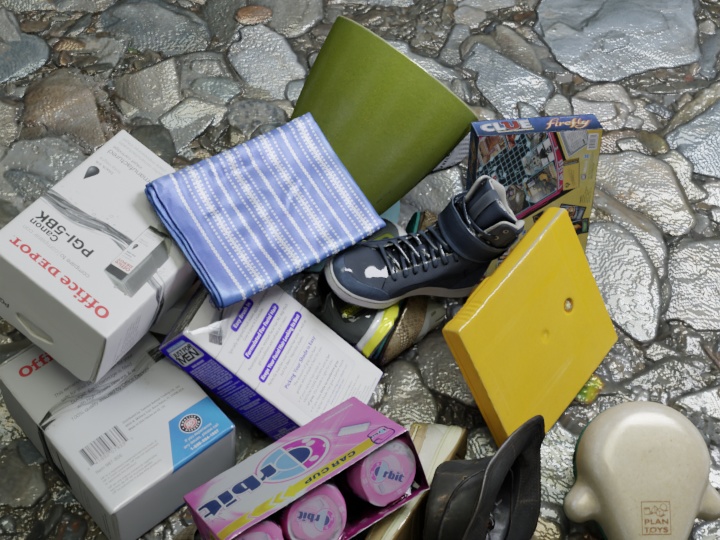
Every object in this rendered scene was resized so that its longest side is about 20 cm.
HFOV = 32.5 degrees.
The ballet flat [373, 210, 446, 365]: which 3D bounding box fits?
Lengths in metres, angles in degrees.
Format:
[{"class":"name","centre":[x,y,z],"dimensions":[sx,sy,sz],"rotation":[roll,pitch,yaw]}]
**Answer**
[{"class":"ballet flat","centre":[0.067,0.022,1.331],"dimensions":[0.065,0.071,0.201],"rotation":[23,57,-9]}]

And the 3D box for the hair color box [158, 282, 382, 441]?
[{"class":"hair color box","centre":[-0.086,0.089,1.213],"dimensions":[0.200,0.065,0.110],"rotation":[41,54,-16]}]

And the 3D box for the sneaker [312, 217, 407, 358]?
[{"class":"sneaker","centre":[0.000,0.000,1.298],"dimensions":[0.084,0.075,0.201],"rotation":[30,33,-17]}]

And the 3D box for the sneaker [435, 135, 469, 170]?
[{"class":"sneaker","centre":[0.033,-0.182,1.466],"dimensions":[0.198,0.076,0.115],"rotation":[1,41,-21]}]

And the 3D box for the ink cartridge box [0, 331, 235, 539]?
[{"class":"ink cartridge box","centre":[-0.237,0.144,1.200],"dimensions":[0.144,0.085,0.200],"rotation":[-33,62,-27]}]

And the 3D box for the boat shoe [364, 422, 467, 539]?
[{"class":"boat shoe","centre":[0.041,0.214,1.173],"dimensions":[0.066,0.075,0.200],"rotation":[14,31,20]}]

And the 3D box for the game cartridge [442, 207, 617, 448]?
[{"class":"game cartridge","centre":[0.176,0.065,1.252],"dimensions":[0.032,0.177,0.200],"rotation":[6,42,47]}]

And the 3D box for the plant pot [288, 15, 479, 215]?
[{"class":"plant pot","centre":[-0.006,-0.132,1.308],"dimensions":[0.187,0.187,0.201],"rotation":[37,93,21]}]

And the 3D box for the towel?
[{"class":"towel","centre":[-0.090,-0.061,1.177],"dimensions":[0.199,0.024,0.145],"rotation":[-27,75,-28]}]

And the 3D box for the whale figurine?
[{"class":"whale figurine","centre":[0.268,0.230,1.190],"dimensions":[0.157,0.104,0.202],"rotation":[-1,78,-7]}]

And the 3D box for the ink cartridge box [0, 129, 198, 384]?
[{"class":"ink cartridge box","centre":[-0.238,-0.016,1.161],"dimensions":[0.146,0.083,0.200],"rotation":[37,50,4]}]

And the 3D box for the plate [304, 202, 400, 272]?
[{"class":"plate","centre":[-0.051,-0.085,1.422],"dimensions":[0.198,0.026,0.202],"rotation":[2,55,-3]}]

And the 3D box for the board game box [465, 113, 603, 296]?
[{"class":"board game box","centre":[0.179,-0.067,1.320],"dimensions":[0.134,0.202,0.035],"rotation":[-4,35,-8]}]

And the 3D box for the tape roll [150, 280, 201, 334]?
[{"class":"tape roll","centre":[-0.213,-0.011,1.291],"dimensions":[0.201,0.037,0.203],"rotation":[21,30,-13]}]

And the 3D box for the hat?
[{"class":"hat","centre":[0.102,0.217,1.128],"dimensions":[0.080,0.202,0.201],"rotation":[14,52,26]}]

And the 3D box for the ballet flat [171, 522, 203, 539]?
[{"class":"ballet flat","centre":[-0.104,0.240,1.165],"dimensions":[0.199,0.047,0.068],"rotation":[-23,58,-20]}]

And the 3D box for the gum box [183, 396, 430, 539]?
[{"class":"gum box","centre":[-0.054,0.201,1.099],"dimensions":[0.199,0.067,0.113],"rotation":[-29,21,-18]}]

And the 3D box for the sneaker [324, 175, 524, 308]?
[{"class":"sneaker","centre":[0.070,-0.031,1.223],"dimensions":[0.201,0.146,0.077],"rotation":[-6,61,-39]}]
